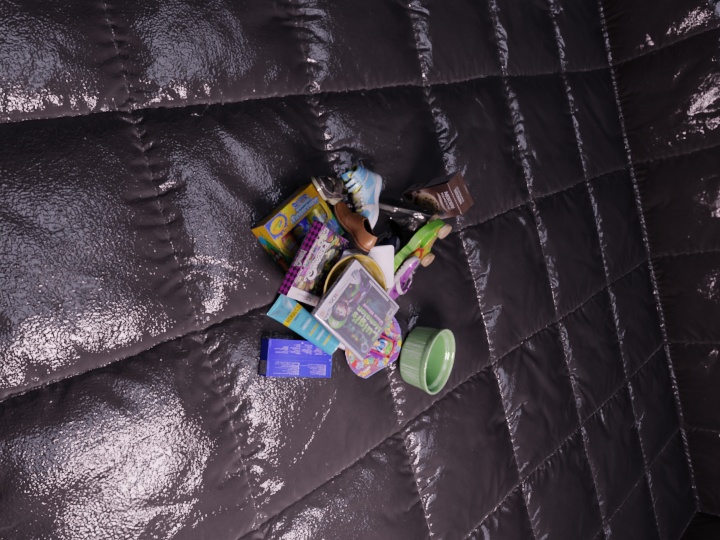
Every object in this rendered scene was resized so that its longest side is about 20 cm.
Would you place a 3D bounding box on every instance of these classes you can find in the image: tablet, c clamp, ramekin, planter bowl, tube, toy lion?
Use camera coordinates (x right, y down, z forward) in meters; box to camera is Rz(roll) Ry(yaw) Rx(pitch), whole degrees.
[{"bbox_3d":[0.000,0.000,1.509,0.199,0.014,0.131,-7,112,-16],"label":"tablet"},{"bbox_3d":[0.106,-0.043,1.672,0.200,0.027,0.171,46,64,-29],"label":"c clamp"},{"bbox_3d":[0.202,0.266,1.639,0.200,0.097,0.201,-22,118,-51],"label":"ramekin"},{"bbox_3d":[-0.032,0.055,1.431,0.199,0.083,0.202,-4,97,-34],"label":"planter bowl"},{"bbox_3d":[-0.142,0.142,1.399,0.200,0.050,0.078,37,68,-6],"label":"tube"},{"bbox_3d":[0.161,-0.056,1.596,0.191,0.201,0.069,-27,64,-41],"label":"toy lion"}]

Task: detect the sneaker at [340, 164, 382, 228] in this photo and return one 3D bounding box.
[{"bbox_3d":[-0.011,-0.213,1.554,0.130,0.079,0.201,25,61,-38],"label":"sneaker"}]

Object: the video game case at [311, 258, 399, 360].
[{"bbox_3d":[-0.007,0.103,1.389,0.200,0.023,0.182,47,69,-28],"label":"video game case"}]

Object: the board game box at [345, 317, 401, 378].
[{"bbox_3d":[0.051,0.215,1.528,0.199,0.039,0.159,-25,109,-30],"label":"board game box"}]

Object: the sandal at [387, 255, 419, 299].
[{"bbox_3d":[0.127,0.037,1.579,0.082,0.203,0.050,-29,66,-32],"label":"sandal"}]

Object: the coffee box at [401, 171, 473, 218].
[{"bbox_3d":[0.239,-0.225,1.683,0.080,0.199,0.113,-41,111,-35],"label":"coffee box"}]

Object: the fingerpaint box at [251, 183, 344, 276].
[{"bbox_3d":[-0.160,-0.105,1.419,0.200,0.073,0.167,-47,115,-33],"label":"fingerpaint box"}]

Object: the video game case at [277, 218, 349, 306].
[{"bbox_3d":[-0.116,-0.014,1.371,0.201,0.036,0.181,-62,159,-2],"label":"video game case"}]

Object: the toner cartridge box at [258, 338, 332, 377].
[{"bbox_3d":[-0.166,0.230,1.402,0.199,0.043,0.096,11,81,-39],"label":"toner cartridge box"}]

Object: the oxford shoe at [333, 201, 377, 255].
[{"bbox_3d":[-0.010,-0.133,1.492,0.071,0.071,0.200,12,35,-48],"label":"oxford shoe"}]

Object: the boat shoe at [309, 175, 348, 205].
[{"bbox_3d":[-0.079,-0.226,1.438,0.072,0.066,0.201,62,9,8],"label":"boat shoe"}]

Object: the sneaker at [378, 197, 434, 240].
[{"bbox_3d":[0.120,-0.155,1.655,0.198,0.076,0.115,15,118,-15],"label":"sneaker"}]

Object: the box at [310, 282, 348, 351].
[{"bbox_3d":[-0.048,0.140,1.499,0.199,0.036,0.145,31,77,-34],"label":"box"}]

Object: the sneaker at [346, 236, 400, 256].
[{"bbox_3d":[0.028,-0.049,1.559,0.200,0.070,0.109,-50,116,-16],"label":"sneaker"}]

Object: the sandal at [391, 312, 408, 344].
[{"bbox_3d":[0.073,0.141,1.618,0.200,0.045,0.075,48,52,-9],"label":"sandal"}]
